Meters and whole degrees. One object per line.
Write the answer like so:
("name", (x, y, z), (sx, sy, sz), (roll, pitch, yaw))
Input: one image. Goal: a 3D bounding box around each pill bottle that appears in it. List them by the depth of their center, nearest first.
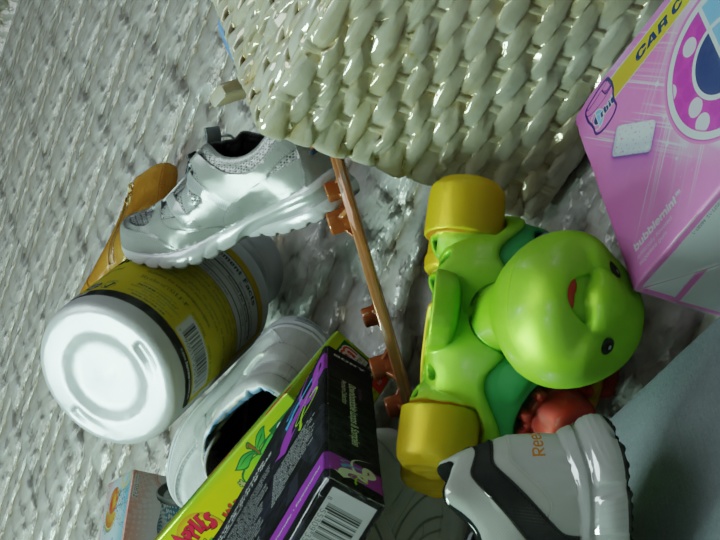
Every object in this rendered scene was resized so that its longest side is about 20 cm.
("pill bottle", (-0.135, 0.033, 1.136), (0.111, 0.111, 0.200), (-58, -8, 33))

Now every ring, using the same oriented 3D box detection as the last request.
("ring", (0.000, 0.000, 0.902), (0.200, 0.019, 0.201), (-17, -90, -89))

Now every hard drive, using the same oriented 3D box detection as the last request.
("hard drive", (0.154, 0.120, 0.614), (0.140, 0.033, 0.200), (-52, 32, 41))

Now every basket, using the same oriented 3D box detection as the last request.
("basket", (0.046, -0.160, 0.832), (0.200, 0.198, 0.161), (-56, 31, 34))

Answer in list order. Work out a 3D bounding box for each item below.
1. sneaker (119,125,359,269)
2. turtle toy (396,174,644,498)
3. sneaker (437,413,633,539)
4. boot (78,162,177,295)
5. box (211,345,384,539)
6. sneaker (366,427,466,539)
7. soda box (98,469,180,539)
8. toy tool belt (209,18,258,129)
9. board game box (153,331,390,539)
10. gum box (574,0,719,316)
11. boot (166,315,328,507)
("sneaker", (-0.091, -0.059, 1.055), (0.200, 0.082, 0.075), (-17, 14, 35))
("turtle toy", (0.075, 0.032, 0.732), (0.200, 0.101, 0.146), (82, -165, -76))
("sneaker", (0.071, 0.159, 0.651), (0.074, 0.080, 0.201), (-115, 21, -80))
("boot", (-0.231, -0.005, 1.536), (0.201, 0.071, 0.144), (-46, 30, 43))
("box", (-0.039, 0.132, 0.793), (0.143, 0.036, 0.200), (-59, 10, 12))
("sneaker", (0.003, 0.163, 0.840), (0.078, 0.099, 0.200), (-54, 30, 39))
("soda box", (-0.171, 0.262, 1.210), (0.064, 0.068, 0.200), (-31, 48, 57))
("toy tool belt", (-0.058, -0.156, 1.082), (0.123, 0.125, 0.200), (-41, 8, 0))
("board game box", (-0.070, 0.136, 0.974), (0.200, 0.048, 0.102), (-49, 1, 25))
("gum box", (0.179, -0.089, 0.646), (0.200, 0.066, 0.114), (-55, 31, 37))
("boot", (-0.094, 0.121, 1.086), (0.200, 0.073, 0.096), (-57, 0, 32))
